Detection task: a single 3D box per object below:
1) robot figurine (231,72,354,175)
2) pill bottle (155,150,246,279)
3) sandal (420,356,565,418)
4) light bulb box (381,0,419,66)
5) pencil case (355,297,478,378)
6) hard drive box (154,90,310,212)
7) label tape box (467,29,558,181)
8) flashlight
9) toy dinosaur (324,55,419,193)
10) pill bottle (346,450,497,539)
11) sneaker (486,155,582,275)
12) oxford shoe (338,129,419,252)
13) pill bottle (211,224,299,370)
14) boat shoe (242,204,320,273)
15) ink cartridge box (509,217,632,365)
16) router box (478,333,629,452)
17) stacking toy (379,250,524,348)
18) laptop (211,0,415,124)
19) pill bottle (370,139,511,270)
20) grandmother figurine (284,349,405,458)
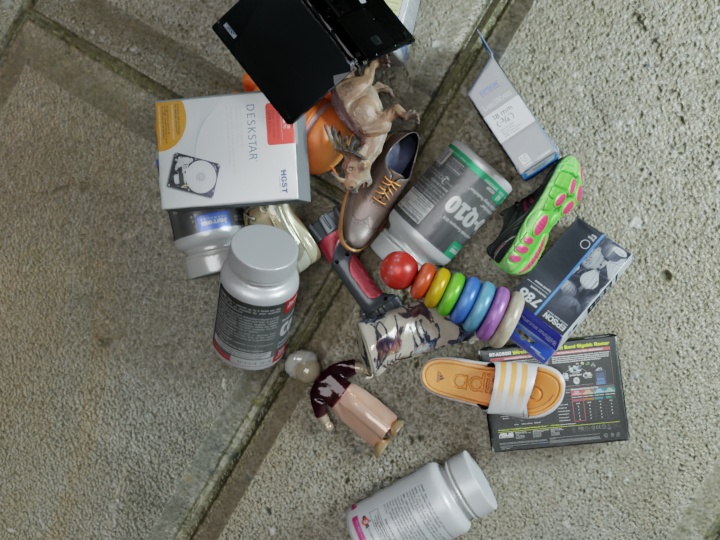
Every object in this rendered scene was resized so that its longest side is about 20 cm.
[{"bbox_3d":[-0.099,-0.216,1.434,0.200,0.144,0.117,30,127,8],"label":"robot figurine"},{"bbox_3d":[-0.235,-0.093,1.460,0.114,0.114,0.200,-14,88,10],"label":"pill bottle"},{"bbox_3d":[0.180,0.165,1.351,0.206,0.059,0.079,5,91,16],"label":"sandal"},{"bbox_3d":[-0.010,-0.424,1.412,0.198,0.125,0.200,14,93,9],"label":"light bulb box"},{"bbox_3d":[0.086,0.088,1.388,0.200,0.078,0.090,-19,83,-15],"label":"pencil case"},{"bbox_3d":[-0.178,-0.167,1.353,0.200,0.077,0.156,-4,90,10],"label":"hard drive box"},{"bbox_3d":[0.201,-0.228,1.367,0.063,0.144,0.200,-34,84,11],"label":"label tape box"},{"bbox_3d":[0.000,0.000,1.446,0.068,0.068,0.200,-35,87,-35],"label":"flashlight"},{"bbox_3d":[-0.006,-0.225,1.365,0.135,0.086,0.200,-22,75,-9],"label":"toy dinosaur"},{"bbox_3d":[0.090,0.351,1.405,0.200,0.113,0.113,-31,85,9],"label":"pill bottle"},{"bbox_3d":[0.248,-0.089,1.390,0.084,0.077,0.200,27,75,46],"label":"sneaker"},{"bbox_3d":[0.027,-0.120,1.408,0.071,0.073,0.200,26,81,-14],"label":"oxford shoe"},{"bbox_3d":[-0.151,0.040,1.400,0.114,0.114,0.200,23,132,9],"label":"pill bottle"},{"bbox_3d":[-0.140,-0.082,1.430,0.065,0.072,0.200,-37,98,-17],"label":"boat shoe"},{"bbox_3d":[0.286,0.028,1.372,0.099,0.039,0.200,38,82,22],"label":"ink cartridge box"},{"bbox_3d":[0.278,0.176,1.396,0.200,0.062,0.150,-7,89,10],"label":"router box"},{"bbox_3d":[0.121,0.029,1.330,0.200,0.085,0.085,26,95,1],"label":"stacking toy"},{"bbox_3d":[-0.061,-0.324,1.314,0.177,0.200,0.103,52,141,5],"label":"laptop"},{"bbox_3d":[0.114,-0.081,1.398,0.113,0.113,0.200,42,98,7],"label":"pill bottle"},{"bbox_3d":[-0.028,0.187,1.454,0.200,0.061,0.121,36,88,5],"label":"grandmother figurine"}]
